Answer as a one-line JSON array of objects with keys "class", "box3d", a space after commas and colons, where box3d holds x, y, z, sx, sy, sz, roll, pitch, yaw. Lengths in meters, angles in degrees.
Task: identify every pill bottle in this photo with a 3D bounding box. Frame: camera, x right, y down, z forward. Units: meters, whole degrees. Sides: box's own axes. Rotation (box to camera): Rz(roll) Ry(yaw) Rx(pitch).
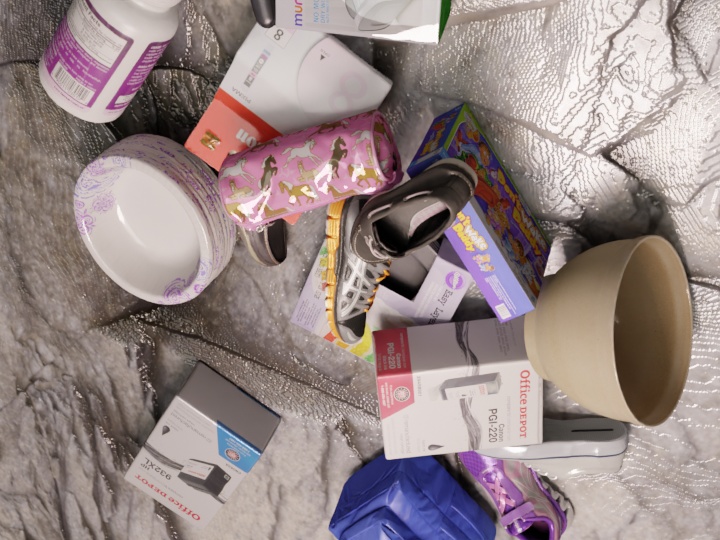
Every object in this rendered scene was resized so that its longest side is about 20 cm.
[{"class": "pill bottle", "box3d": [-0.271, -0.271, 1.210, 0.112, 0.113, 0.200, 39, 124, -8]}]

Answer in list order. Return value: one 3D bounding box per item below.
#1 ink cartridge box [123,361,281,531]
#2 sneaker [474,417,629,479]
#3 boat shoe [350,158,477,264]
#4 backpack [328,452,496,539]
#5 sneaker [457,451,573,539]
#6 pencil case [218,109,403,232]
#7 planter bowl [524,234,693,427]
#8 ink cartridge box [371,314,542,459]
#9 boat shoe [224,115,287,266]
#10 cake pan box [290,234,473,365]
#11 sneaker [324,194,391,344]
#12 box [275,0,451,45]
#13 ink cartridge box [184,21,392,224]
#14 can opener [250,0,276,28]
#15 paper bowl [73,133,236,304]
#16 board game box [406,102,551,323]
[{"class": "ink cartridge box", "box3d": [-0.225, 0.251, 1.530, 0.144, 0.084, 0.201, 34, 125, -4]}, {"class": "sneaker", "box3d": [0.234, 0.228, 1.356, 0.196, 0.073, 0.072, 1, 118, 11]}, {"class": "boat shoe", "box3d": [0.042, -0.049, 1.110, 0.067, 0.057, 0.199, 40, 141, -13]}, {"class": "backpack", "box3d": [0.071, 0.363, 1.449, 0.200, 0.169, 0.162, 42, 131, -14]}, {"class": "sneaker", "box3d": [0.199, 0.292, 1.407, 0.080, 0.089, 0.200, -35, 103, 34]}, {"class": "pencil case", "box3d": [-0.053, -0.106, 1.168, 0.197, 0.083, 0.087, -16, 123, 20]}, {"class": "planter bowl", "box3d": [0.263, 0.064, 1.193, 0.133, 0.200, 0.203, 0, 122, 39]}, {"class": "ink cartridge box", "box3d": [0.118, 0.141, 1.304, 0.196, 0.085, 0.147, -7, 128, 0]}, {"class": "boat shoe", "box3d": [-0.108, -0.094, 1.285, 0.072, 0.075, 0.203, 1, 122, 18]}, {"class": "cake pan box", "box3d": [0.029, 0.020, 1.323, 0.182, 0.053, 0.202, 27, 125, -1]}, {"class": "sneaker", "box3d": [0.000, 0.000, 1.247, 0.076, 0.079, 0.203, 4, 123, 6]}, {"class": "box", "box3d": [0.007, -0.344, 1.077, 0.173, 0.097, 0.203, 9, 123, 8]}, {"class": "ink cartridge box", "box3d": [-0.083, -0.173, 1.203, 0.161, 0.057, 0.201, 35, 98, -5]}, {"class": "can opener", "box3d": [-0.109, -0.351, 1.112, 0.077, 0.063, 0.204, -1, 103, 22]}, {"class": "paper bowl", "box3d": [-0.239, -0.069, 1.316, 0.198, 0.104, 0.204, 15, 126, 22]}, {"class": "board game box", "box3d": [0.133, -0.065, 1.182, 0.044, 0.135, 0.201, -24, 111, 29]}]
